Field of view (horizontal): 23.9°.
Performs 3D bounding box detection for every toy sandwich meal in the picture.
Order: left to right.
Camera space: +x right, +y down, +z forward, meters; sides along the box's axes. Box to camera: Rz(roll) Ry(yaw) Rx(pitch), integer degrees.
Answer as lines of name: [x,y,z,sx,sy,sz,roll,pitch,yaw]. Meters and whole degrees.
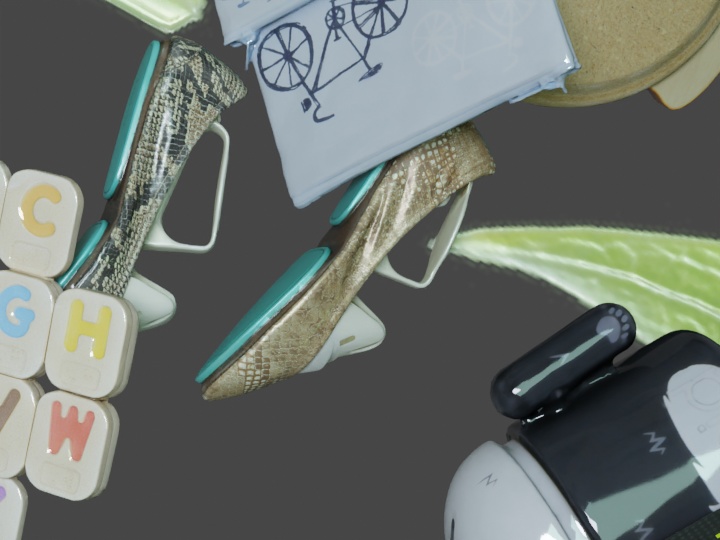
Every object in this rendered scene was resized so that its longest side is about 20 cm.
toy sandwich meal: [0.111,-0.176,0.865,0.203,0.070,0.207,-1,100,-5]

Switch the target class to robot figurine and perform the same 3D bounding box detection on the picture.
robot figurine: [0.136,0.107,0.822,0.199,0.125,0.151,-30,65,-7]

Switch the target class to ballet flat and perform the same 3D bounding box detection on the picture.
ballet flat: [-0.111,-0.020,0.861,0.075,0.068,0.201,28,78,-14]
ballet flat: [0.000,0.000,0.861,0.065,0.070,0.200,40,85,-11]

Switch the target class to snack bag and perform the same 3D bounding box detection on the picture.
snack bag: [0.002,-0.148,0.830,0.188,0.021,0.202,-24,76,35]

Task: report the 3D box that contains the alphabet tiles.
alphabet tiles: [-0.205,0.040,0.827,0.199,0.015,0.197,14,95,18]

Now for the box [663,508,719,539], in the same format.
box: [0.239,0.162,0.797,0.192,0.048,0.201,-26,127,-6]
